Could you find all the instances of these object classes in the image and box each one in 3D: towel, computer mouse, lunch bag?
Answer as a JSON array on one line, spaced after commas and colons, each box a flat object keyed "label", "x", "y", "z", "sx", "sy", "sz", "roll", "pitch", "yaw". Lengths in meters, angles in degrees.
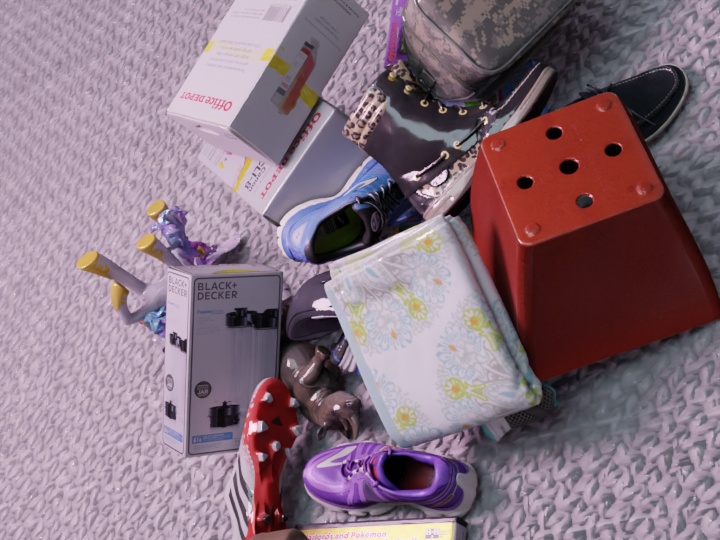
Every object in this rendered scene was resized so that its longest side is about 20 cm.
[{"label": "towel", "x": 0.063, "y": 0.060, "z": 1.235, "sx": 0.171, "sy": 0.048, "sz": 0.201, "roll": -25, "pitch": 91, "yaw": 42}, {"label": "computer mouse", "x": 0.000, "y": 0.000, "z": 1.364, "sx": 0.199, "sy": 0.046, "sz": 0.141, "roll": -14, "pitch": 40, "yaw": 38}, {"label": "lunch bag", "x": 0.144, "y": -0.287, "z": 1.428, "sx": 0.139, "sy": 0.168, "sz": 0.200, "roll": 45, "pitch": 77, "yaw": 0}]

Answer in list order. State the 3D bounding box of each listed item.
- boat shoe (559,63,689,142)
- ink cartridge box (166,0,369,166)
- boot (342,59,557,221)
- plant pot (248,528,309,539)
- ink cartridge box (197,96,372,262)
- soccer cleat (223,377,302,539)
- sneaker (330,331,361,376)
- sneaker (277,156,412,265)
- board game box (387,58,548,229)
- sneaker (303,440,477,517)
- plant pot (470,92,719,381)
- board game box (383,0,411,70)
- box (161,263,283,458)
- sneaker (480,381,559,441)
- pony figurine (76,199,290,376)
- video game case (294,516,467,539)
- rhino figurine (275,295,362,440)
[{"label": "boat shoe", "x": 0.254, "y": -0.158, "z": 1.344, "sx": 0.199, "sy": 0.062, "sz": 0.075, "roll": -30, "pitch": 55, "yaw": -2}, {"label": "ink cartridge box", "x": -0.103, "y": -0.226, "z": 1.415, "sx": 0.145, "sy": 0.083, "sz": 0.200, "roll": 20, "pitch": 77, "yaw": 52}, {"label": "boot", "x": 0.089, "y": -0.161, "z": 1.318, "sx": 0.151, "sy": 0.073, "sz": 0.200, "roll": 42, "pitch": 103, "yaw": 13}, {"label": "plant pot", "x": -0.001, "y": 0.327, "z": 1.171, "sx": 0.174, "sy": 0.200, "sz": 0.201, "roll": -10, "pitch": 58, "yaw": 10}, {"label": "ink cartridge box", "x": -0.062, "y": -0.123, "z": 1.484, "sx": 0.146, "sy": 0.144, "sz": 0.200, "roll": -55, "pitch": 38, "yaw": 4}, {"label": "soccer cleat", "x": -0.111, "y": 0.216, "z": 1.389, "sx": 0.085, "sy": 0.068, "sz": 0.201, "roll": -12, "pitch": 72, "yaw": 47}, {"label": "sneaker", "x": 0.046, "y": 0.038, "z": 1.405, "sx": 0.200, "sy": 0.077, "sz": 0.076, "roll": -57, "pitch": 2, "yaw": -21}, {"label": "sneaker", "x": 0.012, "y": -0.063, "z": 1.373, "sx": 0.200, "sy": 0.079, "sz": 0.089, "roll": -35, "pitch": 28, "yaw": -11}, {"label": "board game box", "x": 0.118, "y": -0.137, "z": 1.464, "sx": 0.199, "sy": 0.037, "sz": 0.152, "roll": -19, "pitch": 55, "yaw": 26}, {"label": "sneaker", "x": 0.021, "y": 0.201, "z": 1.312, "sx": 0.199, "sy": 0.083, "sz": 0.081, "roll": -5, "pitch": 62, "yaw": 34}, {"label": "plant pot", "x": 0.209, "y": -0.047, "z": 1.220, "sx": 0.199, "sy": 0.176, "sz": 0.200, "roll": -19, "pitch": 54, "yaw": 4}, {"label": "board game box", "x": 0.095, "y": -0.341, "z": 1.602, "sx": 0.120, "sy": 0.032, "sz": 0.201, "roll": -7, "pitch": 61, "yaw": 28}, {"label": "box", "x": -0.152, "y": 0.095, "z": 1.413, "sx": 0.060, "sy": 0.116, "sz": 0.201, "roll": 15, "pitch": 103, "yaw": 56}, {"label": "sneaker", "x": 0.151, "y": 0.073, "z": 1.311, "sx": 0.091, "sy": 0.078, "sz": 0.201, "roll": -15, "pitch": 61, "yaw": 12}, {"label": "pony figurine", "x": -0.209, "y": 0.017, "z": 1.533, "sx": 0.193, "sy": 0.200, "sz": 0.166, "roll": -38, "pitch": 40, "yaw": -9}, {"label": "video game case", "x": 0.008, "y": 0.339, "z": 1.283, "sx": 0.199, "sy": 0.025, "sz": 0.181, "roll": -10, "pitch": 60, "yaw": 32}, {"label": "rhino figurine", "x": -0.049, "y": 0.118, "z": 1.421, "sx": 0.200, "sy": 0.060, "sz": 0.088, "roll": 50, "pitch": 122, "yaw": 41}]
